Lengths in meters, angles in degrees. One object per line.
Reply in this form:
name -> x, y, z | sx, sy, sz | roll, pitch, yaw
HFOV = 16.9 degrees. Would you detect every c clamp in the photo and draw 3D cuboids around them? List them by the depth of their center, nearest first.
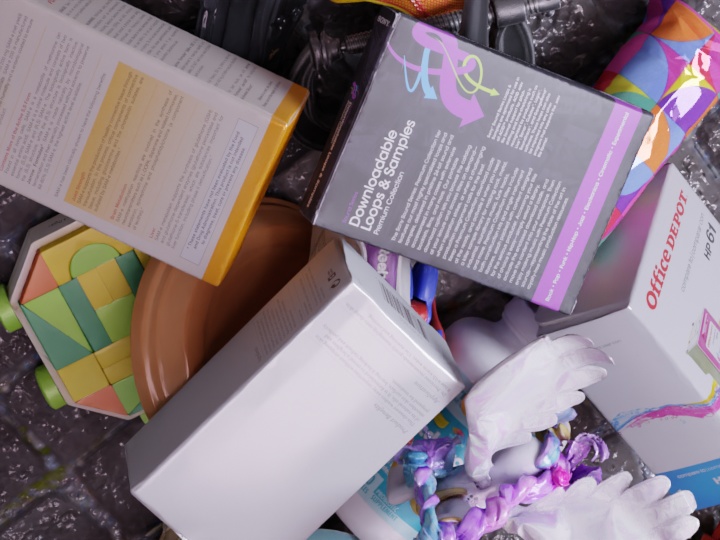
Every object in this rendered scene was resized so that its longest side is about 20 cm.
c clamp -> 0.039, -0.144, 1.589 | 0.199, 0.027, 0.171 | -16, 147, 1

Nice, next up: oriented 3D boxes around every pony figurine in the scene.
pony figurine -> 0.098, 0.131, 1.563 | 0.192, 0.200, 0.167 | -30, 101, 8

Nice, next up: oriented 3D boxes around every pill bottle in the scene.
pill bottle -> 0.072, 0.110, 1.718 | 0.111, 0.111, 0.200 | 36, 102, -26

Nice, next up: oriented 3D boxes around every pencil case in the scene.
pencil case -> 0.170, -0.092, 1.645 | 0.200, 0.088, 0.088 | -48, 117, -2

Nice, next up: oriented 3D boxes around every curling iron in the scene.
curling iron -> 0.076, -0.124, 1.587 | 0.050, 0.026, 0.200 | -37, 147, -22

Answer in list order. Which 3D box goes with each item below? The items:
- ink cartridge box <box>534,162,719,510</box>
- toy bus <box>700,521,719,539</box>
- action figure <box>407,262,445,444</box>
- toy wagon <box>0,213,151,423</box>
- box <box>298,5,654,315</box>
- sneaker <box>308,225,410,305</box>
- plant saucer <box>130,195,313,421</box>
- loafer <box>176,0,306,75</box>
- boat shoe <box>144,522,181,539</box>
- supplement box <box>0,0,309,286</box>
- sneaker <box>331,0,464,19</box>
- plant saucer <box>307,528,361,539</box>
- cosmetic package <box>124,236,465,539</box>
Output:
ink cartridge box -> 0.222, 0.047, 1.699 | 0.084, 0.145, 0.200 | -19, 125, 38
toy bus -> 0.242, 0.262, 1.833 | 0.199, 0.136, 0.193 | 22, 95, -20
action figure -> 0.033, 0.022, 1.660 | 0.065, 0.052, 0.201 | 6, 86, -39
toy wagon -> -0.154, 0.041, 1.668 | 0.155, 0.040, 0.201 | -26, 118, -1
box -> 0.075, -0.069, 1.546 | 0.199, 0.036, 0.144 | 19, 98, -27
sneaker -> 0.000, 0.000, 1.616 | 0.074, 0.100, 0.201 | 11, 105, -17
plant saucer -> -0.063, 0.048, 1.635 | 0.199, 0.037, 0.201 | 3, 85, -38
loafer -> -0.088, -0.141, 1.589 | 0.070, 0.068, 0.201 | 31, 122, 17
boat shoe -> -0.094, 0.154, 1.733 | 0.073, 0.063, 0.200 | 17, 115, -49
supplement box -> -0.150, -0.094, 1.541 | 0.199, 0.074, 0.126 | 26, 115, 0
sneaker -> -0.006, -0.216, 1.563 | 0.077, 0.073, 0.200 | -43, 117, 5
plant saucer -> -0.061, 0.268, 1.706 | 0.199, 0.027, 0.201 | -18, 133, -21
cosmetic package -> -0.044, 0.093, 1.548 | 0.200, 0.081, 0.113 | -42, 111, 10
